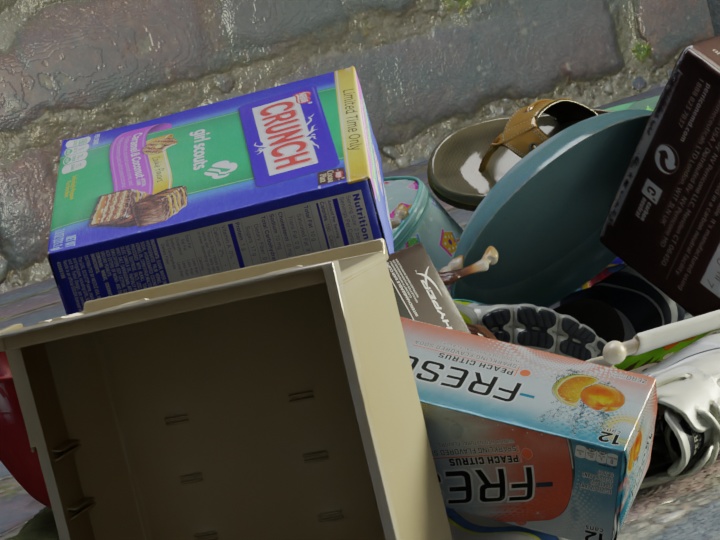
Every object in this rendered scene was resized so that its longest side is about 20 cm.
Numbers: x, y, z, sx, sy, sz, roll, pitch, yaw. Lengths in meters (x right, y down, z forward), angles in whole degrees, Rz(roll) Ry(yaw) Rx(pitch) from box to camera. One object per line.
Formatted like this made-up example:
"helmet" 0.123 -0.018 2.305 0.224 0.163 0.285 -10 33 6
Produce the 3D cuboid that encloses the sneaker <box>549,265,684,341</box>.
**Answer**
"sneaker" 0.149 0.037 1.697 0.199 0.070 0.108 3 22 46

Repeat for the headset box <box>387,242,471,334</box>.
"headset box" -0.056 0.072 1.285 0.199 0.075 0.149 -22 -11 -36

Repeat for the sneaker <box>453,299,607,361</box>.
"sneaker" 0.076 0.047 1.506 0.199 0.078 0.080 15 9 -1

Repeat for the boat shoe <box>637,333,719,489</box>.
"boat shoe" 0.173 0.087 1.282 0.199 0.072 0.066 -9 23 -20

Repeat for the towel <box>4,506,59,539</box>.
"towel" -0.133 0.165 1.414 0.199 0.037 0.148 -10 8 15

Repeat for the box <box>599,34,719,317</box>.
"box" 0.300 -0.060 1.525 0.164 0.166 0.200 39 38 25

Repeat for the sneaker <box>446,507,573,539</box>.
"sneaker" 0.049 0.109 1.200 0.075 0.106 0.200 -17 7 -21

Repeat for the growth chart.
"growth chart" 0.182 0.060 1.394 0.144 0.018 0.200 -19 -16 -13

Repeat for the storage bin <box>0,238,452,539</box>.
"storage bin" -0.065 0.104 1.087 0.198 0.201 0.094 -12 6 21

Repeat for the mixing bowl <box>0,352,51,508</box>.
"mixing bowl" -0.153 0.091 1.436 0.199 0.109 0.200 -11 9 2

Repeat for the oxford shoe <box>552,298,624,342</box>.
"oxford shoe" 0.088 0.084 1.569 0.199 0.072 0.071 -17 -23 0

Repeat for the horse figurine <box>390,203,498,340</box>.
"horse figurine" 0.000 0.000 1.449 0.132 0.050 0.200 -30 50 -27

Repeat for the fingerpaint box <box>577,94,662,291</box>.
"fingerpaint box" 0.192 -0.035 1.737 0.166 0.074 0.200 -14 -34 1

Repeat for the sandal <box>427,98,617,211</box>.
"sandal" 0.145 -0.091 1.628 0.199 0.081 0.054 -5 -36 9

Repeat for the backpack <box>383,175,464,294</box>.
"backpack" -0.016 0.015 1.658 0.200 0.154 0.176 -40 14 -18

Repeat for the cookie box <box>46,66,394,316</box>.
"cookie box" -0.085 -0.041 1.411 0.199 0.076 0.171 -13 28 3

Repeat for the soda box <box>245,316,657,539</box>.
"soda box" 0.044 0.074 1.138 0.199 0.064 0.068 13 35 17

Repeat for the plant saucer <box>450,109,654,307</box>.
"plant saucer" 0.137 -0.040 1.551 0.200 0.027 0.200 -30 -28 -18
